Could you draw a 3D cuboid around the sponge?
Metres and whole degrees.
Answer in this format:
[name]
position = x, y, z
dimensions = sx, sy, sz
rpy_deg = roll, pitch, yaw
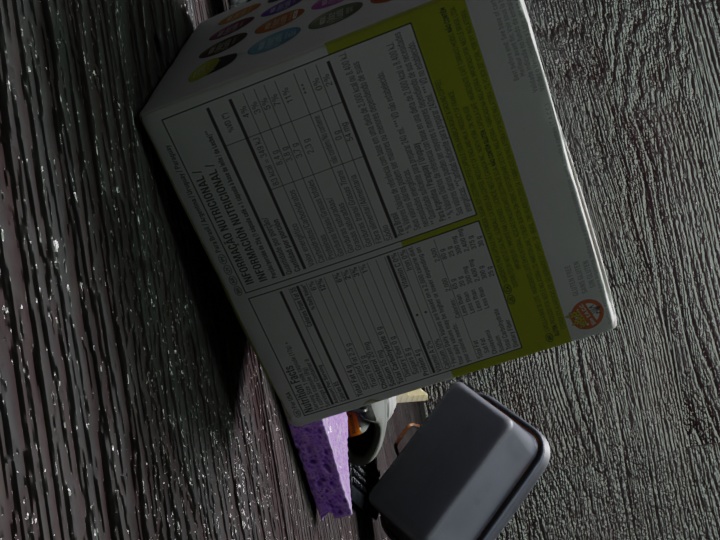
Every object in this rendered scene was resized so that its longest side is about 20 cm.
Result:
[sponge]
position = -0.040, 0.080, 0.719
dimensions = 0.112, 0.029, 0.202
rpy_deg = -92, 170, -58

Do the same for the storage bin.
[storage bin]
position = 0.093, 0.213, 1.011
dimensions = 0.145, 0.201, 0.134
rpy_deg = 35, -9, 29

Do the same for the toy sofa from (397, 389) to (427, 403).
[toy sofa]
position = 0.023, 0.053, 1.092
dimensions = 0.083, 0.096, 0.203
rpy_deg = -154, -117, -67

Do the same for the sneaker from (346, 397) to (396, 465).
[sneaker]
position = -0.008, 0.093, 0.833
dimensions = 0.080, 0.073, 0.202
rpy_deg = -83, 162, -48

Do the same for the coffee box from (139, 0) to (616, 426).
[coffee box]
position = 0.014, -0.067, 0.559
dimensions = 0.200, 0.196, 0.202
rpy_deg = -89, 158, -63

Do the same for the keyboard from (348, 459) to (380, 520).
[keyboard]
position = 0.011, 0.200, 0.993
dimensions = 0.200, 0.039, 0.105
rpy_deg = 69, 12, -69

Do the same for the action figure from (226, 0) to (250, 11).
[action figure]
position = -0.076, -0.176, 0.719
dimensions = 0.118, 0.054, 0.202
rpy_deg = -49, 121, -82
